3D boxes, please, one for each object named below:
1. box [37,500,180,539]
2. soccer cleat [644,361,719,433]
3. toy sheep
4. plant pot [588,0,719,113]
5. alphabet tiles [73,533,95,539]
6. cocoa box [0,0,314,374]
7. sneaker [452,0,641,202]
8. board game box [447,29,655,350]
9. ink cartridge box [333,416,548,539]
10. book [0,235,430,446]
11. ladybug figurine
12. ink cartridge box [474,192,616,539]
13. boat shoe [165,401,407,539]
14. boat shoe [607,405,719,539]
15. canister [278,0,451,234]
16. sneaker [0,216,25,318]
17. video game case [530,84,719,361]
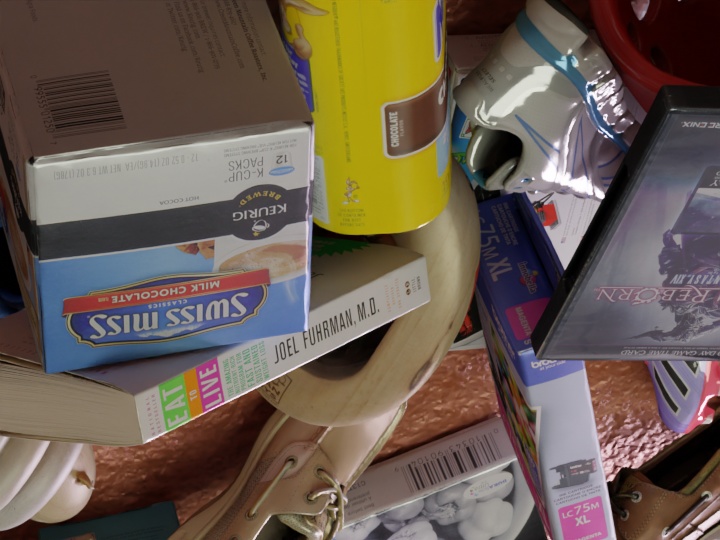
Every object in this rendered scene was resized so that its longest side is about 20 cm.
[{"bbox_3d":[-0.141,0.230,1.711,0.082,0.049,0.200,-11,133,-11],"label":"box"},{"bbox_3d":[0.183,0.013,1.642,0.076,0.067,0.200,12,136,7],"label":"soccer cleat"},{"bbox_3d":[-0.218,0.073,1.489,0.200,0.138,0.138,34,113,-32],"label":"toy sheep"},{"bbox_3d":[0.238,-0.123,1.443,0.200,0.201,0.182,-34,142,10],"label":"plant pot"},{"bbox_3d":[-0.163,0.232,1.665,0.167,0.008,0.200,-24,134,2],"label":"alphabet tiles"},{"bbox_3d":[-0.107,-0.071,1.348,0.133,0.200,0.131,-9,133,-13],"label":"cocoa box"},{"bbox_3d":[0.097,-0.066,1.450,0.087,0.075,0.200,-39,145,2],"label":"sneaker"},{"bbox_3d":[0.088,-0.042,1.565,0.126,0.035,0.200,-4,131,-19],"label":"board game box"},{"bbox_3d":[0.021,0.198,1.750,0.198,0.043,0.200,-22,135,-3],"label":"ink cartridge box"},{"bbox_3d":[-0.080,0.031,1.402,0.200,0.133,0.048,-26,114,-43],"label":"book"},{"bbox_3d":[0.000,0.000,1.519,0.072,0.136,0.200,-33,164,-48],"label":"ladybug figurine"},{"bbox_3d":[0.093,0.047,1.537,0.042,0.119,0.200,-16,134,-5],"label":"ink cartridge box"},{"bbox_3d":[-0.037,0.133,1.616,0.200,0.065,0.072,-45,136,-12],"label":"boat shoe"},{"bbox_3d":[0.171,0.149,1.734,0.200,0.072,0.068,-35,120,-18],"label":"boat shoe"},{"bbox_3d":[0.001,-0.135,1.371,0.086,0.149,0.200,-3,135,2],"label":"canister"},{"bbox_3d":[-0.152,-0.001,1.477,0.200,0.082,0.074,20,119,-35],"label":"sneaker"},{"bbox_3d":[0.179,-0.018,1.382,0.142,0.019,0.200,1,143,-18],"label":"video game case"}]
